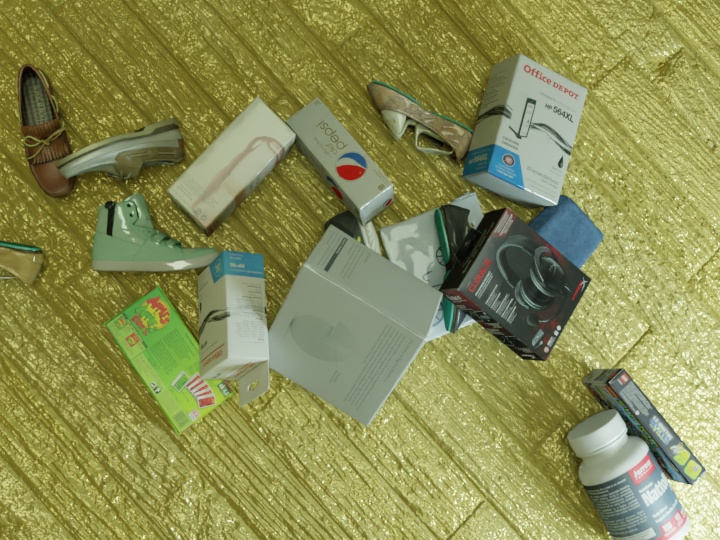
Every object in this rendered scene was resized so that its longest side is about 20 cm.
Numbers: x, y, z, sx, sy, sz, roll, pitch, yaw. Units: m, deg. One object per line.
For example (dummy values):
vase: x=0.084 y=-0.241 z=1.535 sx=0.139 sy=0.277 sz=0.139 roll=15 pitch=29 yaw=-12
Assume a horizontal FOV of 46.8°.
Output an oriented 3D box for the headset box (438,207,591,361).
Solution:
headset box: x=0.225 y=0.016 z=1.249 sx=0.199 sy=0.077 sz=0.150 roll=38 pitch=76 yaw=-13

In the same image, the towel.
towel: x=0.294 y=-0.020 z=1.340 sx=0.200 sy=0.048 sz=0.112 roll=-44 pitch=97 yaw=-14

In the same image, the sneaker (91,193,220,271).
sneaker: x=-0.310 y=-0.058 z=1.269 sx=0.196 sy=0.074 sz=0.121 roll=0 pitch=89 yaw=-4

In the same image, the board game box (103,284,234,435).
board game box: x=-0.289 y=0.135 z=1.264 sx=0.101 sy=0.048 sz=0.202 roll=-35 pitch=89 yaw=-10

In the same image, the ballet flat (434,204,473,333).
ballet flat: x=0.159 y=-0.005 z=1.305 sx=0.071 sy=0.073 sz=0.205 roll=-3 pitch=81 yaw=-7

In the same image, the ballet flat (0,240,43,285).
ballet flat: x=-0.577 y=-0.026 z=1.243 sx=0.196 sy=0.069 sz=0.064 roll=15 pitch=95 yaw=-3

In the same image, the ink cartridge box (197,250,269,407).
ink cartridge box: x=-0.188 y=0.088 z=1.220 sx=0.067 sy=0.116 sz=0.204 roll=6 pitch=66 yaw=-30

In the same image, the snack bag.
snack bag: x=0.137 y=-0.005 z=1.346 sx=0.185 sy=0.021 sz=0.204 roll=-21 pitch=86 yaw=-9

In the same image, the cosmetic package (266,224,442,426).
cosmetic package: x=-0.016 y=0.081 z=1.215 sx=0.198 sy=0.201 sz=0.123 roll=32 pitch=36 yaw=0

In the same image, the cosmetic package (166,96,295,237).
cosmetic package: x=-0.198 y=-0.157 z=1.285 sx=0.087 sy=0.103 sz=0.200 roll=42 pitch=82 yaw=-2

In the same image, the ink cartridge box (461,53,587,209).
ink cartridge box: x=0.265 y=-0.222 z=1.340 sx=0.144 sy=0.084 sz=0.204 roll=20 pitch=81 yaw=-21

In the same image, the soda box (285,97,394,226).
soda box: x=-0.031 y=-0.169 z=1.295 sx=0.068 sy=0.064 sz=0.201 roll=-36 pitch=69 yaw=-9

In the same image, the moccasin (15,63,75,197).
moccasin: x=-0.481 y=-0.212 z=1.268 sx=0.072 sy=0.078 sz=0.206 roll=-8 pitch=86 yaw=-10

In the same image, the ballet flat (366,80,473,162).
ballet flat: x=0.089 y=-0.236 z=1.346 sx=0.197 sy=0.068 sz=0.068 roll=26 pitch=83 yaw=-2

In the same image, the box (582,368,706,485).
box: x=0.442 y=0.241 z=1.307 sx=0.035 sy=0.110 sz=0.201 roll=-39 pitch=88 yaw=-9

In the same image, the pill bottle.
pill bottle: x=0.407 y=0.327 z=1.287 sx=0.118 sy=0.120 sz=0.202 roll=-30 pitch=87 yaw=-9

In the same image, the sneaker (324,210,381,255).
sneaker: x=0.000 y=0.000 z=1.311 sx=0.083 sy=0.075 sz=0.204 roll=-17 pitch=77 yaw=-2

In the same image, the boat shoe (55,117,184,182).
boat shoe: x=-0.357 y=-0.171 z=1.264 sx=0.197 sy=0.074 sz=0.070 roll=-25 pitch=103 yaw=-26
